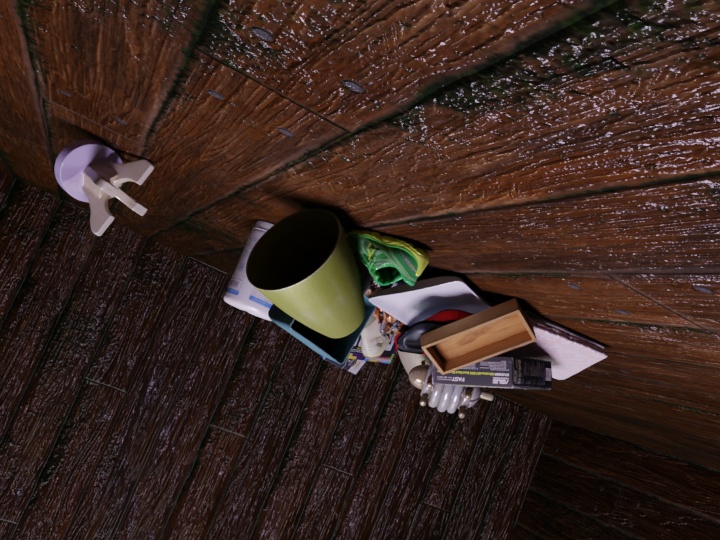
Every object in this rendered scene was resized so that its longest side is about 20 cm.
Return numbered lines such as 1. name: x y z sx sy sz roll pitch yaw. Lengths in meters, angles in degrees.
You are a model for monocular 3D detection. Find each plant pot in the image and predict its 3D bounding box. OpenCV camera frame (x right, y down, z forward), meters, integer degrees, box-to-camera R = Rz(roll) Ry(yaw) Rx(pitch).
1. plant pot: -0.073 0.025 1.323 0.187 0.187 0.200 14 149 43
2. plant pot: -0.098 0.082 1.513 0.141 0.142 0.200 38 165 -26

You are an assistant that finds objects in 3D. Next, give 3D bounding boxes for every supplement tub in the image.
1. supplement tub: -0.218 0.002 1.690 0.131 0.201 0.132 22 171 4

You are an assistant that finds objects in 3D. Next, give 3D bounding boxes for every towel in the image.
1. towel: 0.375 0.159 1.522 0.199 0.032 0.191 23 151 -8

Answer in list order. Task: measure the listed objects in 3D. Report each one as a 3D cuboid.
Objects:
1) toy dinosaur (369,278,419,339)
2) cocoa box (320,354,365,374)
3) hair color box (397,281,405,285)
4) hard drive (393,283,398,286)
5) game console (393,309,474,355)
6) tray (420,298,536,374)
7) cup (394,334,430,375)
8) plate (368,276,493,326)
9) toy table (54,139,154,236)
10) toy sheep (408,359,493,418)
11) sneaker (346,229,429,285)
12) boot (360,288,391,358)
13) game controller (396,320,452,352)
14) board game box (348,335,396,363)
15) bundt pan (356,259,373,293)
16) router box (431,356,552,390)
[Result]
1. toy dinosaur: 0.073 0.073 1.573 0.102 0.136 0.200 24 164 14
2. cocoa box: -0.024 0.157 2.042 0.131 0.200 0.133 29 -167 -36
3. hair color box: 0.176 0.087 1.663 0.199 0.061 0.100 15 165 37
4. hard drive: 0.000 0.000 1.704 0.132 0.027 0.200 14 168 44
5. game console: 0.188 0.137 1.577 0.176 0.031 0.200 11 151 -34
6. tray: 0.226 0.129 1.418 0.199 0.037 0.099 -23 130 19
7. cup: 0.163 0.159 1.803 0.200 0.201 0.143 10 147 54
8. plate: 0.146 0.059 1.476 0.199 0.033 0.200 -13 153 27
9. toy table: -0.526 -0.177 1.526 0.117 0.184 0.200 36 -172 15
10. toy sheep: 0.205 0.265 1.681 0.199 0.139 0.138 20 171 4
11. sneaker: 0.030 -0.020 1.312 0.199 0.084 0.074 15 169 46
12. boot: 0.044 0.093 1.796 0.072 0.200 0.155 9 141 25
13. game controller: 0.173 0.137 1.504 0.199 0.042 0.104 8 137 -31
14. board game box: 0.016 0.154 1.941 0.199 0.166 0.057 12 -160 -30
15. bundt pan: -0.065 -0.001 1.569 0.201 0.076 0.202 25 161 9
16. router box: 0.269 0.210 1.519 0.199 0.063 0.149 -5 169 43
